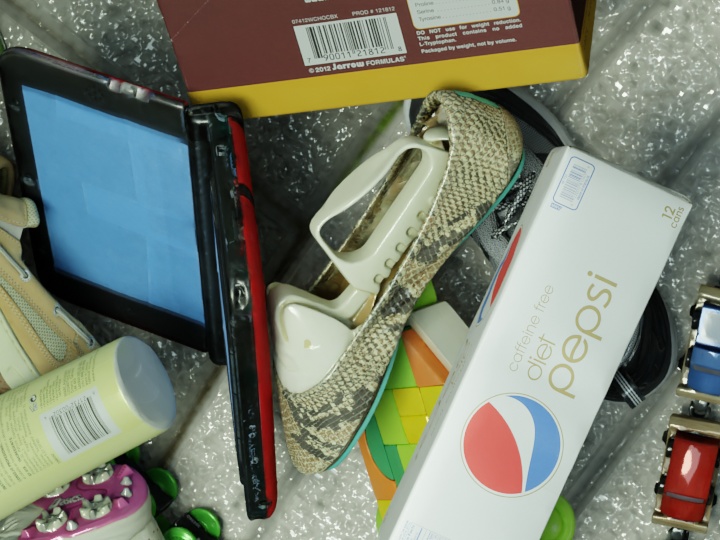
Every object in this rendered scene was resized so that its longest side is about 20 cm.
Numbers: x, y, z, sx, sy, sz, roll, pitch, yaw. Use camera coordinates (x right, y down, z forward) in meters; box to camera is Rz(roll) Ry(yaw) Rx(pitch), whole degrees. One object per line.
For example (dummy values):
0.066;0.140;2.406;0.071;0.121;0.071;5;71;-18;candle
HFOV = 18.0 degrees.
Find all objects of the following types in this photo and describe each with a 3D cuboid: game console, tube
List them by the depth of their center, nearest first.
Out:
-0.108;0.010;1.123;0.118;0.201;0.173;-6;53;-4;game console
-0.185;0.094;1.139;0.199;0.058;0.052;-27;118;22;tube

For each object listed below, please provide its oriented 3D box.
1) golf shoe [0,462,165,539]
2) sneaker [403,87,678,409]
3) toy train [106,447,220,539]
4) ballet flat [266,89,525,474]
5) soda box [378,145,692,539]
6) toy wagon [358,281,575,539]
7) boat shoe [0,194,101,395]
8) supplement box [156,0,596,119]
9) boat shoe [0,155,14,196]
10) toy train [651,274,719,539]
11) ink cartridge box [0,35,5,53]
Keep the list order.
-0.194;0.169;1.202;0.199;0.075;0.092;-14;119;14;golf shoe
0.088;-0.018;1.114;0.075;0.114;0.201;-36;89;10;sneaker
-0.138;0.121;1.236;0.200;0.042;0.056;43;116;5;toy train
0.000;0.000;1.068;0.201;0.075;0.068;-58;38;9;ballet flat
0.077;0.046;1.023;0.063;0.068;0.201;25;92;-2;soda box
0.035;0.072;1.132;0.039;0.155;0.201;-20;94;-26;toy wagon
-0.199;-0.015;1.155;0.076;0.072;0.201;-41;123;-18;boat shoe
-0.002;-0.197;1.061;0.196;0.133;0.201;-6;128;15;supplement box
-0.231;0.027;1.215;0.066;0.074;0.202;11;93;22;boat shoe
0.166;0.099;1.149;0.034;0.046;0.201;12;101;12;toy train
-0.270;-0.109;1.150;0.103;0.200;0.060;-19;92;17;ink cartridge box
